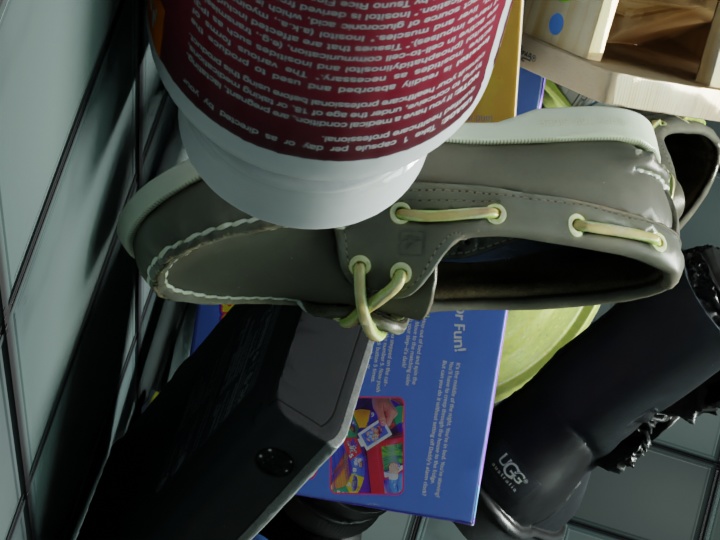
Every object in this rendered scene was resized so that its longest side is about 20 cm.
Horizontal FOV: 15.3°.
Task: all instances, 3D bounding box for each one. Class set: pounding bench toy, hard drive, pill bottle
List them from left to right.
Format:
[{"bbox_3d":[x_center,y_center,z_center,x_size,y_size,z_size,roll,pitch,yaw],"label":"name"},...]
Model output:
[{"bbox_3d":[-0.057,0.068,1.034,0.200,0.033,0.140,-48,-163,39],"label":"hard drive"},{"bbox_3d":[-0.007,-0.100,0.803,0.200,0.112,0.113,104,4,-58],"label":"pill bottle"},{"bbox_3d":[0.108,-0.166,1.153,0.200,0.124,0.157,30,-71,50],"label":"pounding bench toy"}]

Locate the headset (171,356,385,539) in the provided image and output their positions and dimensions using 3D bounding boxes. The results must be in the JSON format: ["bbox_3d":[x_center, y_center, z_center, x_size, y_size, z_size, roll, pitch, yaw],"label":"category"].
[{"bbox_3d":[-0.010,0.111,1.278,0.094,0.200,0.124,-21,143,-44],"label":"headset"}]

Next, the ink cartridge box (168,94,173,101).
[{"bbox_3d":[-0.017,-0.114,1.038,0.200,0.066,0.116,-53,159,-84],"label":"ink cartridge box"}]

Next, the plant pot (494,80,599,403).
[{"bbox_3d":[0.019,-0.041,1.302,0.184,0.199,0.201,45,61,-75],"label":"plant pot"}]

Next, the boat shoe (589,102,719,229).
[{"bbox_3d":[0.122,-0.037,1.243,0.202,0.060,0.073,-41,134,-67],"label":"boat shoe"}]

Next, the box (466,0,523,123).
[{"bbox_3d":[0.045,-0.100,1.037,0.119,0.041,0.201,-77,168,-77],"label":"box"}]

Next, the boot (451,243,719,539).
[{"bbox_3d":[0.123,0.061,1.285,0.168,0.077,0.200,-38,173,9],"label":"boot"}]

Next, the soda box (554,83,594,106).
[{"bbox_3d":[0.076,-0.179,1.320,0.068,0.200,0.064,-35,-177,8],"label":"soda box"}]

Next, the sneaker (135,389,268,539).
[{"bbox_3d":[-0.088,0.155,1.236,0.066,0.078,0.201,-73,-179,-75],"label":"sneaker"}]

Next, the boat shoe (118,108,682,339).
[{"bbox_3d":[0.018,-0.012,0.934,0.072,0.201,0.061,114,-36,-56],"label":"boat shoe"}]

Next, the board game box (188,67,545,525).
[{"bbox_3d":[0.000,0.000,1.166,0.045,0.134,0.201,-3,103,-88],"label":"board game box"}]
